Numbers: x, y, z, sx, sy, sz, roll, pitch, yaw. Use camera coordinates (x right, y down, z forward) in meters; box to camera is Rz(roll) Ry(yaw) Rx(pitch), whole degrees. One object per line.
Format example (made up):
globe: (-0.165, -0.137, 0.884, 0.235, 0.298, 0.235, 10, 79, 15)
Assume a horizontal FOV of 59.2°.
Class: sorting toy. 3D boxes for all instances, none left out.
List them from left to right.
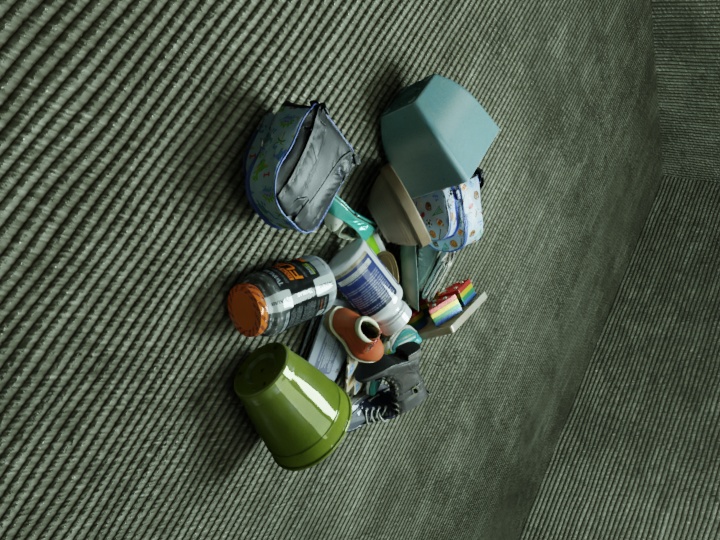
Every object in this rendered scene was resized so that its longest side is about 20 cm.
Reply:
sorting toy: (0.198, 0.104, 1.656, 0.198, 0.198, 0.071, -36, 101, -45)

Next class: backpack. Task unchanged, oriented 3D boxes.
backpack: (-0.121, -0.177, 1.146, 0.183, 0.144, 0.203, 48, 59, -48)
backpack: (0.212, -0.143, 1.547, 0.152, 0.198, 0.194, -29, 109, -28)

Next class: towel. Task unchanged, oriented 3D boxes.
towel: (0.212, -0.016, 1.664, 0.134, 0.034, 0.201, -64, 177, 30)

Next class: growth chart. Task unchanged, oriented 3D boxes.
growth chart: (0.000, 0.000, 1.479, 0.203, 0.017, 0.145, -61, 142, -15)

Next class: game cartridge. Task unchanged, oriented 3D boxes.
game cartridge: (-0.071, 0.160, 1.418, 0.132, 0.040, 0.204, 18, 94, -50)

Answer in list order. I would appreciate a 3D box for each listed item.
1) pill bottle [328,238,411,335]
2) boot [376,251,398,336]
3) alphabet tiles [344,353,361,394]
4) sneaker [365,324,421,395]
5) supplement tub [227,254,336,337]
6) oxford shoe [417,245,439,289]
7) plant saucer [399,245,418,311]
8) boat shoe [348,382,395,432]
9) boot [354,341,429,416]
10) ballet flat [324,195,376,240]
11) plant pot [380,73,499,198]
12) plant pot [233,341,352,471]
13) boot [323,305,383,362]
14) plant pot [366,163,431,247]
pill bottle: (0.023, 0.041, 1.388, 0.201, 0.110, 0.111, 51, 59, -16)
boot: (0.073, 0.048, 1.528, 0.155, 0.075, 0.205, -36, 116, -75)
alphabet tiles: (0.006, 0.194, 1.526, 0.196, 0.014, 0.204, -44, 145, -55)
sneaker: (0.078, 0.229, 1.580, 0.202, 0.079, 0.077, -57, 169, 0)
supplement tub: (-0.149, 0.050, 1.214, 0.198, 0.121, 0.126, -21, 119, -48)
oxford shoe: (0.175, -0.045, 1.674, 0.075, 0.057, 0.204, -132, -117, -81)
plant saucer: (0.119, 0.000, 1.569, 0.201, 0.038, 0.207, -4, 90, -88)
boat shoe: (0.029, 0.351, 1.585, 0.199, 0.091, 0.076, -35, 128, -42)
boot: (0.082, 0.279, 1.527, 0.196, 0.069, 0.178, -19, 120, -21)
ballet flat: (-0.036, -0.108, 1.359, 0.199, 0.067, 0.071, 31, 92, -51)
plant pot: (0.159, -0.318, 1.435, 0.201, 0.194, 0.197, 51, 56, -23)
plant pot: (-0.146, 0.252, 1.253, 0.202, 0.198, 0.194, -53, 127, -26)
boot: (0.012, 0.151, 1.379, 0.200, 0.105, 0.076, 46, 61, -44)
plant pot: (0.075, -0.131, 1.437, 0.091, 0.203, 0.202, -28, 136, 4)
